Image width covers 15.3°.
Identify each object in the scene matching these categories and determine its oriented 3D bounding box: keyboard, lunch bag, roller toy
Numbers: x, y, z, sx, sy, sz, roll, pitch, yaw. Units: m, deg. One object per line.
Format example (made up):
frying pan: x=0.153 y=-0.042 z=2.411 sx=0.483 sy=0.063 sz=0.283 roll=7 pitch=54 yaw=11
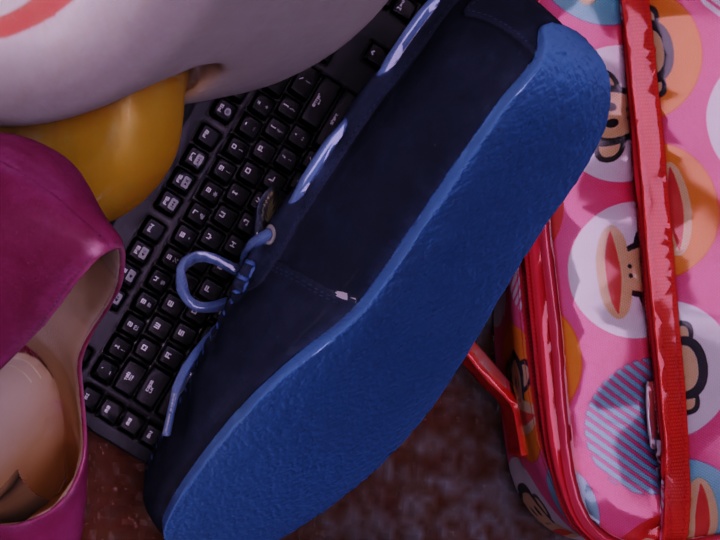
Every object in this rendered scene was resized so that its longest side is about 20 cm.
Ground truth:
keyboard: x=-0.038 y=-0.040 z=0.838 sx=0.104 sy=0.040 sz=0.200 roll=31 pitch=81 yaw=-12
lunch bag: x=0.107 y=-0.010 z=0.857 sx=0.176 sy=0.082 sz=0.200 roll=-6 pitch=91 yaw=-10
roller toy: x=-0.079 y=-0.132 z=0.742 sx=0.182 sy=0.140 sz=0.200 roll=43 pitch=118 yaw=18

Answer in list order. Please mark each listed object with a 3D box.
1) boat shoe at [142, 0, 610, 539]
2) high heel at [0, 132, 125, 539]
boat shoe: x=0.000 y=0.000 z=0.817 sx=0.200 sy=0.069 sz=0.084 roll=-49 pitch=142 yaw=12
high heel: x=-0.088 y=0.039 z=0.751 sx=0.067 sy=0.096 sz=0.200 roll=-38 pitch=141 yaw=-32
